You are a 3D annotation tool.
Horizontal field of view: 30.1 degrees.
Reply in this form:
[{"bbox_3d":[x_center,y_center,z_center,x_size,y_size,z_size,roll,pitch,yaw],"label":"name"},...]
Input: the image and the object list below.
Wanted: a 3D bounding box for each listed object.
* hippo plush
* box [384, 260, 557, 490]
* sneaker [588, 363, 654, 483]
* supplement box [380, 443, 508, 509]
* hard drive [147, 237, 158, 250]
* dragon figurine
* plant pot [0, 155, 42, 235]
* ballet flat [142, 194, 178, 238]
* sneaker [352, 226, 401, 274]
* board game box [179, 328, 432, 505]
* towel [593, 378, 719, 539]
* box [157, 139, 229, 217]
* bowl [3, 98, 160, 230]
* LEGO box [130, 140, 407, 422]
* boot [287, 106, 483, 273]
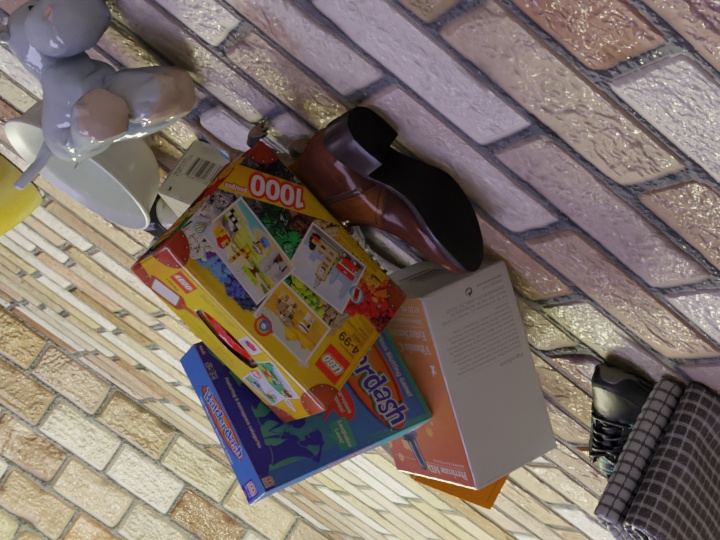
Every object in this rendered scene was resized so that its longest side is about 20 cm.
[{"bbox_3d":[-0.266,-0.200,1.319,0.200,0.159,0.161,-19,97,50],"label":"hippo plush"},{"bbox_3d":[0.089,0.100,1.345,0.152,0.106,0.201,-1,108,60],"label":"box"},{"bbox_3d":[0.276,0.169,1.399,0.075,0.079,0.200,21,157,34],"label":"sneaker"},{"bbox_3d":[0.093,0.217,1.717,0.126,0.074,0.200,24,-175,-26],"label":"supplement box"},{"bbox_3d":[-0.183,0.008,1.744,0.132,0.025,0.200,28,-179,15],"label":"hard drive"},{"bbox_3d":[-0.085,-0.092,1.343,0.200,0.059,0.100,16,148,24],"label":"dragon figurine"},{"bbox_3d":[-0.621,-0.112,2.090,0.200,0.142,0.200,30,163,10],"label":"plant pot"},{"bbox_3d":[-0.192,-0.056,1.644,0.200,0.068,0.068,26,154,-12],"label":"ballet flat"},{"bbox_3d":[0.000,0.000,1.434,0.200,0.074,0.116,31,165,11],"label":"sneaker"},{"bbox_3d":[-0.049,0.112,1.267,0.152,0.200,0.045,61,145,12],"label":"board game box"},{"bbox_3d":[0.328,0.226,1.321,0.085,0.166,0.200,5,148,45],"label":"towel"},{"bbox_3d":[-0.132,-0.050,1.518,0.095,0.078,0.200,21,159,35],"label":"box"},{"bbox_3d":[-0.304,-0.141,1.554,0.201,0.090,0.201,30,162,11],"label":"bowl"},{"bbox_3d":[-0.079,0.011,1.200,0.200,0.149,0.077,46,146,-14],"label":"LEGO box"},{"bbox_3d":[-0.005,-0.039,1.239,0.188,0.069,0.200,39,141,-16],"label":"boot"}]
